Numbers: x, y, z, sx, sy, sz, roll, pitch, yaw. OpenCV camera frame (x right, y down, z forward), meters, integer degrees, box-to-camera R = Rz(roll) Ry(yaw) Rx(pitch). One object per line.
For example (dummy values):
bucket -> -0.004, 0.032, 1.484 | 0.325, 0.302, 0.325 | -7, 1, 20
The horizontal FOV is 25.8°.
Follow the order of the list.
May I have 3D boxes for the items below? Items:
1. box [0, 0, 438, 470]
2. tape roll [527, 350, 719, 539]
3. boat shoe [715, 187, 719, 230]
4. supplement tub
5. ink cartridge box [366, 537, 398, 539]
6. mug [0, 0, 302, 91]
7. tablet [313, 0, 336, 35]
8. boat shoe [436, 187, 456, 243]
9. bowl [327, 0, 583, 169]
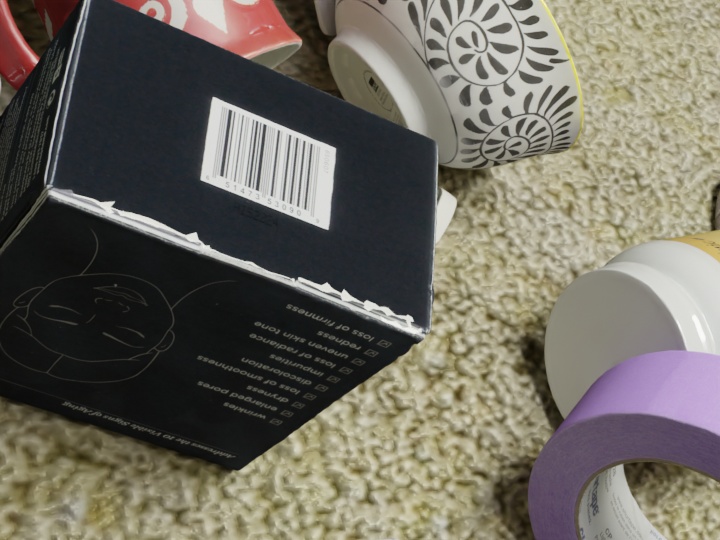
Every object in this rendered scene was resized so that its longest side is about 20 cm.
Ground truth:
box -> -0.095, -0.008, 0.797 | 0.199, 0.197, 0.124 | 21, 53, -24
tape roll -> 0.200, 0.147, 0.917 | 0.200, 0.200, 0.066 | 49, 47, -2
boat shoe -> 0.321, 0.003, 1.186 | 0.073, 0.074, 0.201 | 37, 39, -47
supplement tub -> 0.233, 0.047, 1.036 | 0.200, 0.145, 0.145 | -10, 71, -39
ink cartridge box -> -0.088, 0.186, 0.726 | 0.199, 0.146, 0.085 | 5, 61, -34
mug -> -0.140, -0.184, 0.870 | 0.201, 0.133, 0.178 | 63, 12, -2
tablet -> -0.014, -0.271, 1.047 | 0.130, 0.014, 0.201 | -45, 128, -51
boat shoe -> 0.000, 0.000, 0.945 | 0.060, 0.074, 0.200 | 39, 46, -11
bowl -> 0.041, -0.133, 1.002 | 0.094, 0.201, 0.201 | -36, 87, -13
